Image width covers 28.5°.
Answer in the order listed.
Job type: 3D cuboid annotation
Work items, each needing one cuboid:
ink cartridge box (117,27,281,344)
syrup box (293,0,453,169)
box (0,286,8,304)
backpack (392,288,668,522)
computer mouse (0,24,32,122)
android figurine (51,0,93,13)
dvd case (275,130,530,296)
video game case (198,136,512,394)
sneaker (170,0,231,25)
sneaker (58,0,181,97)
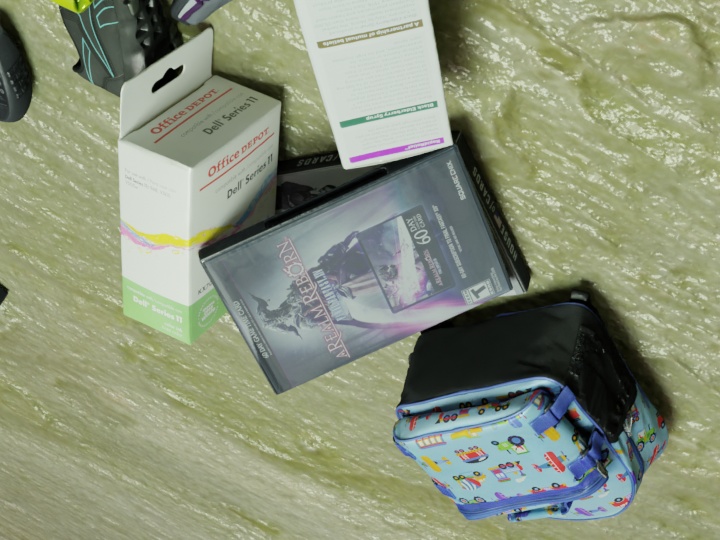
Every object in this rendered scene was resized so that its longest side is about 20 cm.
[{"bbox_3d":[-0.117,-0.062,1.040,0.067,0.117,0.201,23,131,22],"label":"ink cartridge box"},{"bbox_3d":[0.004,-0.157,0.886,0.081,0.079,0.201,-12,148,2],"label":"syrup box"},{"bbox_3d":[-0.471,0.033,1.343,0.182,0.105,0.199,43,136,-20],"label":"box"},{"bbox_3d":[0.144,0.133,1.138,0.181,0.135,0.200,-13,130,36],"label":"backpack"},{"bbox_3d":[-0.290,-0.201,1.072,0.058,0.034,0.201,21,137,30],"label":"computer mouse"},{"bbox_3d":[-0.179,-0.261,0.886,0.199,0.041,0.183,26,105,11],"label":"android figurine"},{"bbox_3d":[0.017,-0.031,1.105,0.198,0.025,0.151,-7,130,30],"label":"dvd case"},{"bbox_3d":[0.000,0.000,1.035,0.199,0.019,0.144,-25,127,2],"label":"video game case"},{"bbox_3d":[-0.047,-0.206,0.917,0.087,0.075,0.200,34,138,-19],"label":"sneaker"},{"bbox_3d":[-0.177,-0.196,0.985,0.079,0.076,0.201,16,138,12],"label":"sneaker"}]
